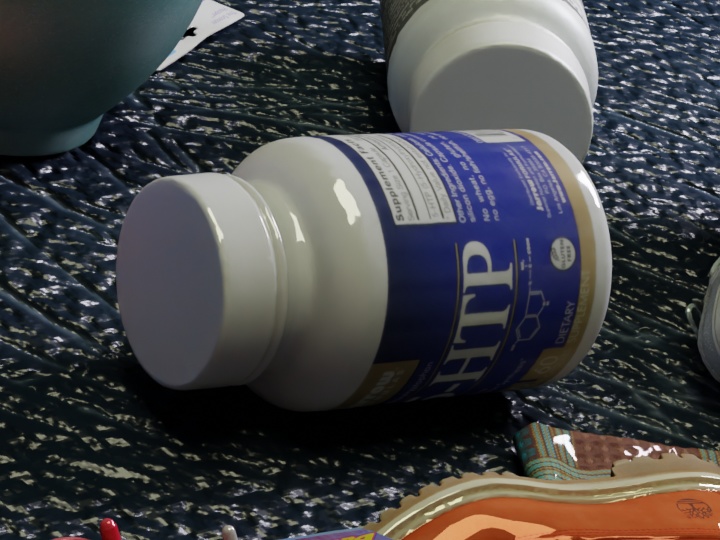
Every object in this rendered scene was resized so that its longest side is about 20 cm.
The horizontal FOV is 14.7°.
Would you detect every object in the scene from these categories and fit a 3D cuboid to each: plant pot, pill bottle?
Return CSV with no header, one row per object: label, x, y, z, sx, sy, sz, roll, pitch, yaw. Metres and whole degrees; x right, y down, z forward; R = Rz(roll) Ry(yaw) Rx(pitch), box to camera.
plant pot,-0.173,-0.141,1.374,0.199,0.135,0.201,13,27,-7
pill bottle,0.000,0.000,1.221,0.199,0.120,0.120,-5,33,-35
pill bottle,0.068,-0.118,1.495,0.113,0.114,0.200,13,27,-8

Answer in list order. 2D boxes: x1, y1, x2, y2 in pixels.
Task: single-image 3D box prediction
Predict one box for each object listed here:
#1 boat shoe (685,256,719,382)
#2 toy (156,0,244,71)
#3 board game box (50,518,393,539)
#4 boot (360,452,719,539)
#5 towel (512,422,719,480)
boat shoe,0.208,0.013,1.394,0.074,0.065,0.202,41,33,-4
toy,-0.170,-0.183,1.555,0.199,0.047,0.115,23,29,14
board game box,-0.081,0.109,0.941,0.199,0.039,0.158,-10,15,20
boot,0.079,0.129,1.046,0.199,0.075,0.107,-10,35,-23
towel,0.152,0.129,1.171,0.146,0.022,0.200,9,27,-16
